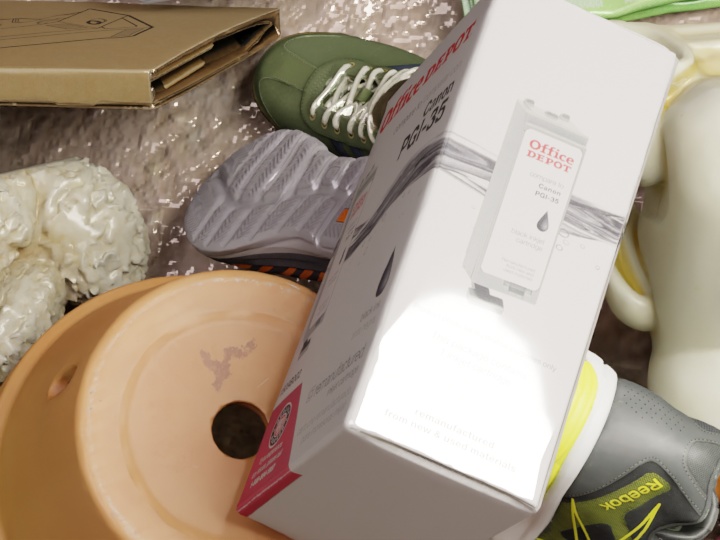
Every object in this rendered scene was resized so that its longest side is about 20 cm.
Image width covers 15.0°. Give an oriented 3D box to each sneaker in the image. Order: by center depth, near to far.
[{"bbox_3d":[0.100,0.097,1.114,0.084,0.200,0.075,24,75,7],"label":"sneaker"},{"bbox_3d":[0.000,0.000,1.261,0.078,0.112,0.200,-51,30,-15],"label":"sneaker"},{"bbox_3d":[0.026,-0.073,1.268,0.199,0.090,0.067,27,82,25],"label":"sneaker"}]

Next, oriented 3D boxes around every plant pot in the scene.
[{"bbox_3d":[-0.064,0.086,1.172,0.199,0.140,0.201,4,72,-12],"label":"plant pot"}]

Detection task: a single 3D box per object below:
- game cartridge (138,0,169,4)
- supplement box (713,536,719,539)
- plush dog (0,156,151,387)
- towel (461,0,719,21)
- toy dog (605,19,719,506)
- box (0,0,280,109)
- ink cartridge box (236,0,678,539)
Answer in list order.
[{"bbox_3d":[-0.051,-0.234,1.350,0.132,0.041,0.201,-9,69,19],"label":"game cartridge"},{"bbox_3d":[0.175,0.144,1.134,0.199,0.109,0.061,-32,65,6],"label":"supplement box"},{"bbox_3d":[-0.199,0.050,1.285,0.199,0.160,0.173,-11,95,16],"label":"plush dog"},{"bbox_3d":[0.108,-0.212,1.309,0.148,0.031,0.201,-9,70,3],"label":"towel"},{"bbox_3d":[0.176,0.004,1.152,0.139,0.201,0.194,-9,21,-18],"label":"toy dog"},{"bbox_3d":[-0.158,-0.106,1.313,0.199,0.163,0.021,2,107,19],"label":"box"},{"bbox_3d":[0.037,0.006,1.070,0.082,0.147,0.201,24,66,-10],"label":"ink cartridge box"}]
